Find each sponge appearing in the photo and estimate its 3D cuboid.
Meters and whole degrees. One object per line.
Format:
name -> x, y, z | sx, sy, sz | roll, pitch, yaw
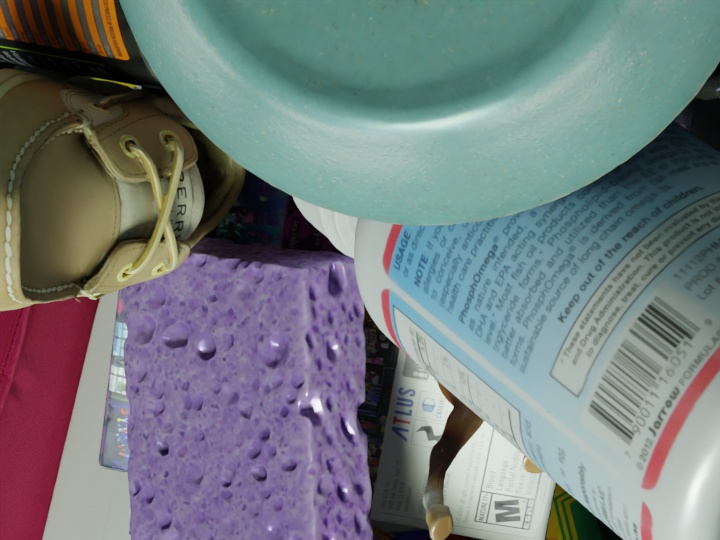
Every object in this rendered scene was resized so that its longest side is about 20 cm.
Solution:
sponge -> -0.041, 0.091, 0.800 | 0.030, 0.201, 0.111 | -8, -171, -41

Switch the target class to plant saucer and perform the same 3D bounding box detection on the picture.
plant saucer -> 0.014, -0.112, 0.627 | 0.200, 0.200, 0.036 | 13, -173, 15

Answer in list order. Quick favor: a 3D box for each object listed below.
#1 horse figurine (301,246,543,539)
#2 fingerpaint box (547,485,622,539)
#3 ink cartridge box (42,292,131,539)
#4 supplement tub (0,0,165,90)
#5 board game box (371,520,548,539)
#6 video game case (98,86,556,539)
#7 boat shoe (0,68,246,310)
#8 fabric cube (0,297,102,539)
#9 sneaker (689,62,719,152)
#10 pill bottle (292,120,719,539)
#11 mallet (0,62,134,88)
horse figurine -> 0.084, 0.021, 0.779 | 0.200, 0.133, 0.050 | -16, 126, 3
fingerpaint box -> 0.196, 0.162, 1.049 | 0.200, 0.073, 0.167 | 30, 173, -18
ink cartridge box -> -0.035, 0.093, 1.014 | 0.086, 0.147, 0.200 | -2, 159, 41
supplement tub -> -0.097, -0.127, 0.741 | 0.200, 0.123, 0.123 | 11, 151, 17
board game box -> 0.026, 0.150, 0.910 | 0.200, 0.045, 0.134 | 2, -156, -44
video game case -> 0.000, 0.000, 0.854 | 0.181, 0.036, 0.200 | 10, 115, 2
boat shoe -> -0.082, -0.029, 0.726 | 0.066, 0.074, 0.200 | 7, -166, 8
fabric cube -> -0.181, 0.084, 1.064 | 0.199, 0.200, 0.196 | 1, 155, 33
sneaker -> 0.126, -0.068, 0.692 | 0.075, 0.115, 0.200 | 59, 148, 16
pill bottle -> 0.069, 0.002, 0.688 | 0.200, 0.109, 0.109 | 40, 166, 36
mallet -> -0.072, -0.081, 0.902 | 0.200, 0.041, 0.066 | -13, 138, 41
